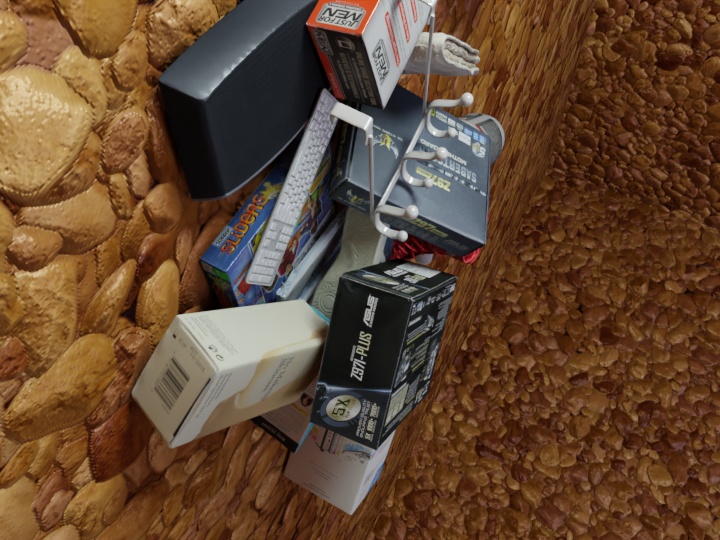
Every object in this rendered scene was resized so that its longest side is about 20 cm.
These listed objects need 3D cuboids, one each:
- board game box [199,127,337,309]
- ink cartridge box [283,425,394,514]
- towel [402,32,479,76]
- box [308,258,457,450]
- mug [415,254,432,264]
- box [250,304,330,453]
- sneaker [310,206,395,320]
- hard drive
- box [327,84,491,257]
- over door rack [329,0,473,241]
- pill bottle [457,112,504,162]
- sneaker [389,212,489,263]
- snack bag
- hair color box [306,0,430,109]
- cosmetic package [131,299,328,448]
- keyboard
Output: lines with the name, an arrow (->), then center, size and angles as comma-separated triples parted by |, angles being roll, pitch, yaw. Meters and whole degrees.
board game box -> -0.091, -0.040, 0.688 | 0.202, 0.034, 0.137 | -57, 160, -30
ink cartridge box -> -0.022, 0.282, 1.102 | 0.147, 0.142, 0.204 | -18, 129, -67
towel -> 0.063, -0.251, 0.730 | 0.199, 0.130, 0.035 | -26, 121, -64
box -> 0.033, 0.084, 0.719 | 0.199, 0.085, 0.167 | -17, 122, -67
mug -> 0.104, -0.108, 0.966 | 0.176, 0.144, 0.204 | 98, -2, -62
box -> -0.077, 0.144, 0.801 | 0.049, 0.082, 0.202 | -46, 167, -50
sneaker -> 0.000, 0.000, 0.788 | 0.203, 0.074, 0.084 | -67, 163, 15
hard drive -> -0.086, -0.162, 0.544 | 0.201, 0.042, 0.136 | -55, 159, -34
box -> 0.065, -0.125, 0.736 | 0.051, 0.197, 0.161 | -31, -137, 54
over door rack -> 0.050, -0.133, 0.586 | 0.150, 0.065, 0.201 | -63, 158, -18
pill bottle -> 0.212, -0.243, 1.203 | 0.200, 0.112, 0.116 | -35, 144, -59
sneaker -> 0.081, -0.039, 0.822 | 0.199, 0.117, 0.078 | -40, 145, 13
snack bag -> -0.061, 0.018, 0.806 | 0.190, 0.021, 0.201 | -55, 171, -35
hair color box -> 0.028, -0.270, 0.588 | 0.203, 0.060, 0.102 | -65, 158, -16
cosmetic package -> -0.118, 0.096, 0.632 | 0.106, 0.071, 0.199 | -55, 157, 21
keyboard -> -0.066, -0.080, 0.627 | 0.056, 0.010, 0.204 | 8, 105, -78
